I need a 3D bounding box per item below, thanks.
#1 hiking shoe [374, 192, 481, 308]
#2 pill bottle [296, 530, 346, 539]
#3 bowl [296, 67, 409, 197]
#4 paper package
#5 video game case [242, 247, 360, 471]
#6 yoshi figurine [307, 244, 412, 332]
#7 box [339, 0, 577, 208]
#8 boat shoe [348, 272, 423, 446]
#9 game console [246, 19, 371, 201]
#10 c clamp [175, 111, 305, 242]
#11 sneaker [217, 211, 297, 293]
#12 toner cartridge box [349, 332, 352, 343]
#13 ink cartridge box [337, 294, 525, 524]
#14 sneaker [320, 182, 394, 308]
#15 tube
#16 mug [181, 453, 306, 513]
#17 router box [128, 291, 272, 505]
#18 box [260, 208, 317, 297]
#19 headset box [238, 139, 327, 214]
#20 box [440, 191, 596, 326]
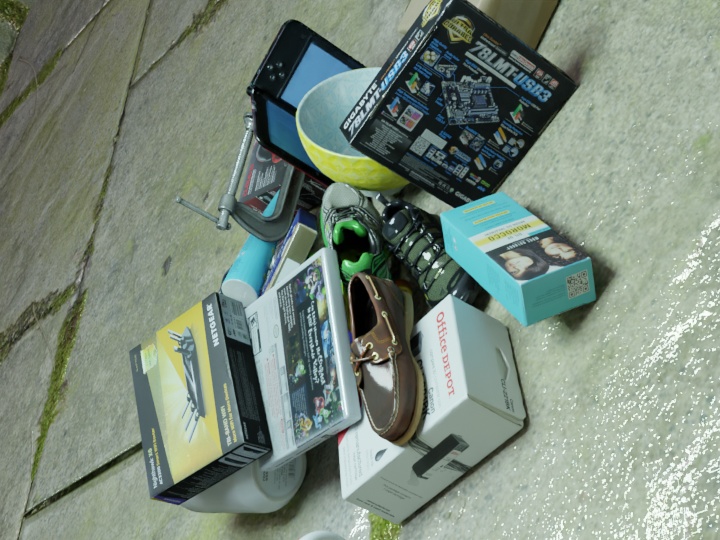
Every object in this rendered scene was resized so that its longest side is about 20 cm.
[{"bbox_3d":[0.068,-0.017,1.444,0.076,0.100,0.200,-54,30,14],"label":"hiking shoe"},{"bbox_3d":[-0.088,0.366,1.362,0.199,0.108,0.110,-36,38,36],"label":"pill bottle"},{"bbox_3d":[0.021,-0.159,1.609,0.201,0.197,0.109,-102,5,-49],"label":"bowl"},{"bbox_3d":[0.162,-0.361,1.582,0.190,0.103,0.202,23,86,60],"label":"paper package"},{"bbox_3d":[-0.071,0.103,1.429,0.181,0.023,0.202,-36,54,45],"label":"video game case"},{"bbox_3d":[-0.005,-0.013,1.558,0.112,0.112,0.200,-47,30,10],"label":"yoshi figurine"},{"bbox_3d":[0.110,-0.184,1.416,0.199,0.199,0.050,-54,32,15],"label":"box"},{"bbox_3d":[0.017,0.087,1.299,0.070,0.070,0.201,-42,35,29],"label":"boat shoe"},{"bbox_3d":[-0.041,-0.208,1.676,0.174,0.199,0.118,-60,31,1],"label":"game console"},{"bbox_3d":[-0.140,-0.128,1.657,0.027,0.170,0.202,-14,48,46],"label":"c clamp"},{"bbox_3d":[-0.146,0.000,1.794,0.201,0.074,0.081,-58,29,5],"label":"sneaker"},{"bbox_3d":[-0.054,0.084,1.610,0.095,0.043,0.201,-48,32,26],"label":"toner cartridge box"},{"bbox_3d":[0.068,0.146,1.324,0.200,0.083,0.145,-43,34,29],"label":"ink cartridge box"},{"bbox_3d":[-0.005,-0.043,1.475,0.077,0.086,0.201,-19,42,-1],"label":"sneaker"},{"bbox_3d":[-0.132,-0.040,1.705,0.078,0.050,0.201,-54,12,48],"label":"tube"},{"bbox_3d":[-0.153,0.216,1.535,0.152,0.188,0.150,1,40,48],"label":"mug"},{"bbox_3d":[-0.193,0.151,1.491,0.157,0.052,0.202,-33,55,27],"label":"router box"},{"bbox_3d":[-0.092,-0.013,1.624,0.200,0.032,0.122,-97,32,-82],"label":"box"},{"bbox_3d":[-0.095,-0.163,1.849,0.199,0.075,0.150,-19,51,50],"label":"headset box"},{"bbox_3d":[0.159,-0.016,1.310,0.081,0.050,0.200,-19,28,-13],"label":"box"}]
